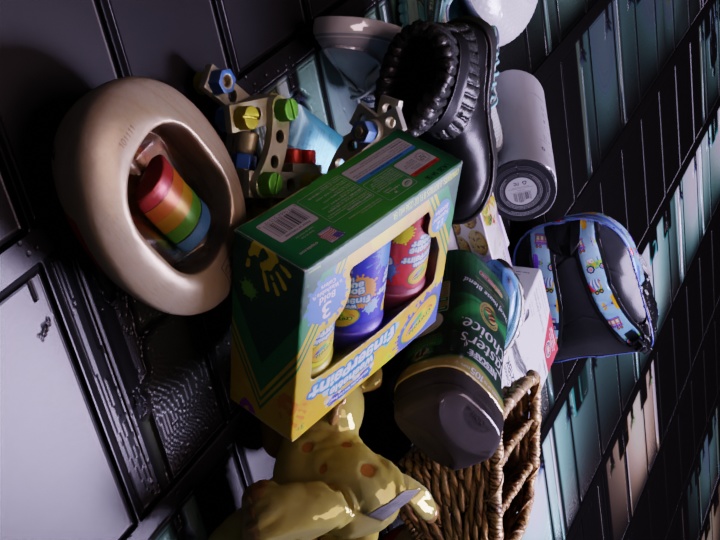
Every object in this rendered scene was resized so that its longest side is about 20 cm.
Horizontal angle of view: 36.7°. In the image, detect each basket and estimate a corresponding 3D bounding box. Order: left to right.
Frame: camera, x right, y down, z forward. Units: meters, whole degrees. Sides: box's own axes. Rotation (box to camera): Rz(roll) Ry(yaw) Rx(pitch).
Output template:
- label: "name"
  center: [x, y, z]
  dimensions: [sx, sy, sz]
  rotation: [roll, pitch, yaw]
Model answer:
- label: "basket"
  center: [0.138, 0.214, 1.116]
  dimensions: [0.144, 0.148, 0.200]
  rotation: [60, 21, 5]

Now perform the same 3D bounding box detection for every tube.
- label: "tube"
  center: [-0.012, -0.087, 1.019]
  dimensions: [0.199, 0.050, 0.079]
  rotation: [21, 79, -55]

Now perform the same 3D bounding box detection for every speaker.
- label: "speaker"
  center: [0.179, -0.148, 1.242]
  dimensions: [0.202, 0.080, 0.082]
  rotation: [-85, 161, -51]

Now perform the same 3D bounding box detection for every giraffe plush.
- label: "giraffe plush"
  center: [-0.041, 0.154, 0.920]
  dimensions: [0.171, 0.199, 0.164]
  rotation: [22, 42, -47]

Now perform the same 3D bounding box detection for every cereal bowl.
- label: "cereal bowl"
  center: [0.162, -0.357, 1.245]
  dimensions: [0.199, 0.082, 0.204]
  rotation: [-13, 105, -59]

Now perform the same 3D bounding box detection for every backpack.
- label: "backpack"
  center: [0.301, 0.010, 1.472]
  dimensions: [0.135, 0.180, 0.203]
  rotation: [-51, 125, -56]

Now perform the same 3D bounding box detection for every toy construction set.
- label: "toy construction set"
  center: [-0.050, -0.095, 0.894]
  dimensions: [0.198, 0.091, 0.134]
  rotation: [-3, 95, -40]

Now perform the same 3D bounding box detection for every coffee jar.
- label: "coffee jar"
  center: [0.088, 0.082, 1.022]
  dimensions: [0.104, 0.085, 0.202]
  rotation: [46, 35, -28]

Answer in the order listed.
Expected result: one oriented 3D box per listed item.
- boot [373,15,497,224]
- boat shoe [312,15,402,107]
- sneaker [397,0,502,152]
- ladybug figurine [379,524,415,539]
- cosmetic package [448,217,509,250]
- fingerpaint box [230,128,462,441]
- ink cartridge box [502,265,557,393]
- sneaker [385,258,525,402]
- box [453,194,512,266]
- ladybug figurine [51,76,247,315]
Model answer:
- label: "boot"
  center: [0.072, -0.132, 1.018]
  dimensions: [0.158, 0.078, 0.215]
  rotation: [-39, 131, -61]
- label: "boat shoe"
  center: [0.013, -0.189, 1.030]
  dimensions: [0.200, 0.071, 0.070]
  rotation: [10, 85, -70]
- label: "sneaker"
  center: [0.108, -0.209, 1.122]
  dimensions: [0.077, 0.085, 0.202]
  rotation: [-39, 111, -40]
- label: "ladybug figurine"
  center: [0.031, 0.345, 1.119]
  dimensions: [0.201, 0.071, 0.137]
  rotation: [-54, 138, -43]
- label: "cosmetic package"
  center: [0.101, -0.045, 1.217]
  dimensions: [0.152, 0.051, 0.202]
  rotation: [-64, 145, -35]
- label: "fingerpaint box"
  center: [-0.010, 0.008, 0.860]
  dimensions: [0.199, 0.073, 0.169]
  rotation: [-35, 144, -41]
- label: "ink cartridge box"
  center: [0.164, 0.114, 1.323]
  dimensions: [0.201, 0.082, 0.146]
  rotation: [-58, 142, -37]
- label: "sneaker"
  center: [0.099, 0.075, 1.153]
  dimensions: [0.089, 0.078, 0.202]
  rotation: [23, 104, -45]
- label: "box"
  center: [0.129, -0.042, 1.179]
  dimensions: [0.039, 0.041, 0.202]
  rotation: [-56, 141, -38]
- label: "ladybug figurine"
  center: [-0.147, -0.047, 0.754]
  dimensions: [0.201, 0.071, 0.137]
  rotation: [58, 47, -47]
